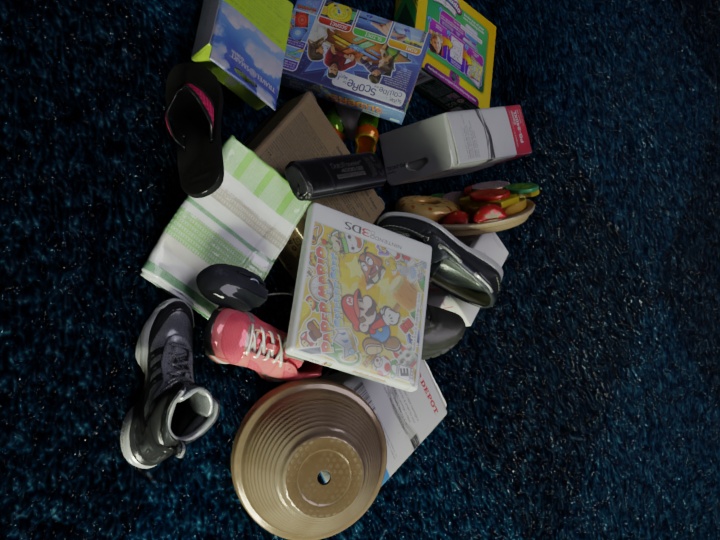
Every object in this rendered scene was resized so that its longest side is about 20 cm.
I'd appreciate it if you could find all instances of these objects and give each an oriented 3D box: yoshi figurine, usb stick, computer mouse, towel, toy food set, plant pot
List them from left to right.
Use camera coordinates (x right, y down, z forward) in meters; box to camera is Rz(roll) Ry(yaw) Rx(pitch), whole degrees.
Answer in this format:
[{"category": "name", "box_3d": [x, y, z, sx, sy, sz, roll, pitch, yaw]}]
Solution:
[{"category": "towel", "box_3d": [-0.160, -0.042, 1.258, 0.149, 0.031, 0.201, 37, 83, -34]}, {"category": "computer mouse", "box_3d": [-0.107, 0.021, 1.255, 0.198, 0.034, 0.059, 6, 35, -34]}, {"category": "plant pot", "box_3d": [-0.054, 0.240, 1.247, 0.198, 0.093, 0.204, -2, 97, -16]}, {"category": "usb stick", "box_3d": [-0.029, -0.125, 1.339, 0.199, 0.032, 0.056, -17, 74, -57]}, {"category": "yoshi figurine", "box_3d": [-0.007, -0.267, 1.476, 0.111, 0.112, 0.203, 27, 54, -27]}, {"category": "toy food set", "box_3d": [0.167, -0.097, 1.550, 0.197, 0.198, 0.049, -21, 110, -43]}]

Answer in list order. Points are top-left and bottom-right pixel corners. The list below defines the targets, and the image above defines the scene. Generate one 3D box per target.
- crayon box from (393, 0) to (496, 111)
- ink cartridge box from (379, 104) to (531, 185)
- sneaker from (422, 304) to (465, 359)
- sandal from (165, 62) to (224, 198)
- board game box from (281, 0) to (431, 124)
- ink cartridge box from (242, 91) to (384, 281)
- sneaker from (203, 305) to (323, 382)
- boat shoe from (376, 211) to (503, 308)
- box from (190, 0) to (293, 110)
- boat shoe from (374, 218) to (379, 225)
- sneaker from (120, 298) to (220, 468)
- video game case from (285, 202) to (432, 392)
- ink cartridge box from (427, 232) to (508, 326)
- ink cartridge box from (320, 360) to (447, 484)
[{"category": "crayon box", "box_3d": [0.137, -0.367, 1.681, 0.199, 0.058, 0.175, 26, 62, -40]}, {"category": "ink cartridge box", "box_3d": [0.146, -0.194, 1.585, 0.198, 0.144, 0.085, -13, 91, -46]}, {"category": "sneaker", "box_3d": [0.053, 0.062, 1.369, 0.197, 0.091, 0.077, 4, 43, -19]}, {"category": "sandal", "box_3d": [-0.203, -0.181, 1.238, 0.045, 0.074, 0.202, 45, 26, -55]}, {"category": "board game box", "box_3d": [-0.014, -0.298, 1.428, 0.197, 0.035, 0.137, 19, 69, 3]}, {"category": "ink cartridge box", "box_3d": [-0.076, -0.109, 1.386, 0.201, 0.074, 0.165, 55, 47, -20]}, {"category": "sneaker", "box_3d": [-0.112, 0.091, 1.257, 0.200, 0.086, 0.075, 32, 68, -56]}, {"category": "boat shoe", "box_3d": [0.109, -0.014, 1.427, 0.198, 0.076, 0.061, 24, 47, -4]}, {"category": "box", "box_3d": [-0.154, -0.308, 1.350, 0.121, 0.047, 0.202, 34, 47, -36]}, {"category": "boat shoe", "box_3d": [0.000, 0.000, 1.440, 0.067, 0.074, 0.200, 55, 47, -13]}, {"category": "sneaker", "box_3d": [-0.205, 0.124, 1.169, 0.075, 0.113, 0.203, 27, 62, -38]}, {"category": "video game case", "box_3d": [0.003, 0.033, 1.290, 0.180, 0.023, 0.203, 19, 63, -23]}, {"category": "ink cartridge box", "box_3d": [0.128, 0.026, 1.536, 0.068, 0.114, 0.201, 52, 50, -24]}, {"category": "ink cartridge box", "box_3d": [0.014, 0.191, 1.400, 0.200, 0.084, 0.146, -38, 107, -44]}]
